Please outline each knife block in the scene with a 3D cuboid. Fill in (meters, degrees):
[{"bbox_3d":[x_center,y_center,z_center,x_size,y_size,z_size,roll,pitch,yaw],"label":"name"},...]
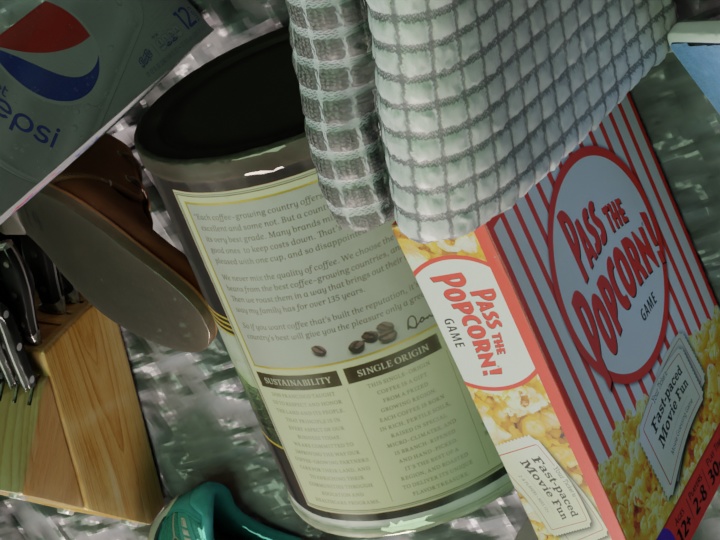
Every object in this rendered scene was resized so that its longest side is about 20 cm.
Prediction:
[{"bbox_3d":[-0.169,0.042,1.179,0.064,0.176,0.200,7,170,27],"label":"knife block"}]

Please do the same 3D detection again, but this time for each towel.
[{"bbox_3d":[0.044,-0.128,0.834,0.085,0.200,0.166,11,127,32],"label":"towel"}]

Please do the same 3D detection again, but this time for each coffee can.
[{"bbox_3d":[0.000,0.000,0.982,0.146,0.146,0.200,-5,119,32],"label":"coffee can"}]

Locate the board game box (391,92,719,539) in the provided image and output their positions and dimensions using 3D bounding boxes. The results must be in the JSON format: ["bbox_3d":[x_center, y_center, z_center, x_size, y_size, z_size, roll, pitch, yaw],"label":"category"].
[{"bbox_3d":[0.100,0.024,0.938,0.046,0.152,0.200,-10,116,35],"label":"board game box"}]

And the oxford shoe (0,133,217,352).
[{"bbox_3d":[-0.129,-0.033,1.058,0.200,0.071,0.071,38,148,29],"label":"oxford shoe"}]

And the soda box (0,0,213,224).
[{"bbox_3d":[-0.152,-0.076,0.980,0.063,0.200,0.068,48,132,-6],"label":"soda box"}]

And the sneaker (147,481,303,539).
[{"bbox_3d":[-0.034,0.197,1.194,0.200,0.078,0.080,37,124,2],"label":"sneaker"}]

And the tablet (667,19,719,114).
[{"bbox_3d":[0.213,-0.024,0.872,0.200,0.014,0.130,49,168,-20],"label":"tablet"}]

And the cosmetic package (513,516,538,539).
[{"bbox_3d":[0.097,0.205,1.034,0.071,0.200,0.102,-11,115,36],"label":"cosmetic package"}]
